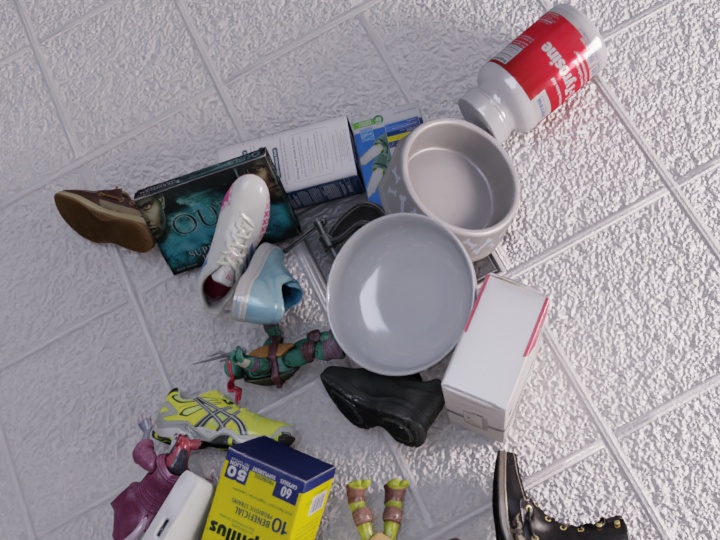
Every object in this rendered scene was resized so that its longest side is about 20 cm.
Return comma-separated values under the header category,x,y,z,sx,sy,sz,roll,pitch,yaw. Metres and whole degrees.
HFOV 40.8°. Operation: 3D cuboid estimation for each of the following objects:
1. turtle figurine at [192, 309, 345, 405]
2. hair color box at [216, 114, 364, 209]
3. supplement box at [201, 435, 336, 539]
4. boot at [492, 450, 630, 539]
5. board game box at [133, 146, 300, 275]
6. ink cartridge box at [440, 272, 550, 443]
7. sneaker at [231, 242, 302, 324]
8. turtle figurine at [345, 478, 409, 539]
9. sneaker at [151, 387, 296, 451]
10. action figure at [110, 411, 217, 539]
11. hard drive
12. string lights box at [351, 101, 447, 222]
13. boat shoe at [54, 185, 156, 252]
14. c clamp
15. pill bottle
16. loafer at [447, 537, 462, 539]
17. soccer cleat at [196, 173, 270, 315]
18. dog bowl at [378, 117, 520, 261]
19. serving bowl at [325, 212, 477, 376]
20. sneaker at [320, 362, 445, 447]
category,x,y,z,sx,sy,sz,roll,pitch,yaw
turtle figurine,-0.116,0.104,1.289,0.196,0.102,0.150,-11,27,6
hair color box,-0.101,-0.145,1.398,0.197,0.061,0.102,-13,68,6
supplement box,-0.120,0.319,1.165,0.107,0.109,0.203,18,95,18
boot,0.236,0.308,1.149,0.148,0.074,0.203,-5,55,1
board game box,-0.198,-0.080,1.352,0.197,0.137,0.028,-18,33,9
ink cartridge box,0.163,0.111,1.170,0.082,0.200,0.148,20,74,14
sneaker,-0.114,0.025,1.290,0.081,0.201,0.075,15,115,1
turtle figurine,0.033,0.341,1.183,0.196,0.065,0.164,-3,63,2
sneaker,-0.180,0.197,1.276,0.196,0.076,0.078,4,70,12
action figure,-0.258,0.277,1.203,0.133,0.149,0.202,29,120,1
hard drive,-0.205,0.320,1.165,0.026,0.200,0.133,27,76,19
string lights box,0.057,-0.125,1.358,0.101,0.059,0.203,-14,68,5
boat shoe,-0.366,-0.085,1.435,0.197,0.073,0.072,15,42,28
c clamp,0.000,0.000,1.311,0.171,0.027,0.201,-42,72,29
pill bottle,0.236,-0.267,1.346,0.199,0.112,0.112,-40,67,-5
loafer,0.134,0.396,1.112,0.070,0.073,0.204,-14,104,-25
soccer cleat,-0.170,-0.029,1.311,0.069,0.087,0.202,17,115,-13
dog bowl,0.124,-0.113,1.287,0.197,0.059,0.203,9,63,-19
serving bowl,0.058,0.033,1.216,0.197,0.066,0.204,-4,79,23
sneaker,0.030,0.156,1.233,0.198,0.077,0.091,18,54,43
